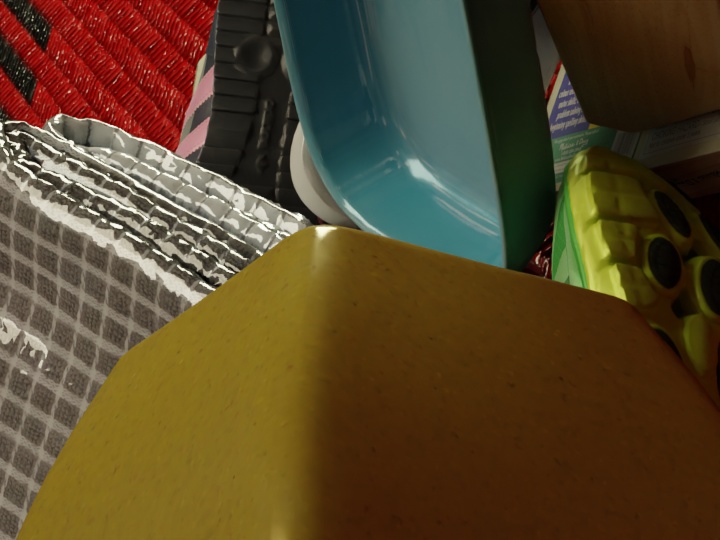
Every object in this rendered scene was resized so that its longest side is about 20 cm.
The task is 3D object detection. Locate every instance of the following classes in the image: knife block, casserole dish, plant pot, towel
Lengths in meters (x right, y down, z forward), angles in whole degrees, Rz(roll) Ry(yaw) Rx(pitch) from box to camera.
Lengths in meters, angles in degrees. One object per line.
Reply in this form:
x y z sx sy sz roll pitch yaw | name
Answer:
0.078 -0.123 0.938 0.200 0.175 0.064 -14 51 61 | knife block
0.017 -0.080 0.998 0.039 0.201 0.121 -29 38 -24 | casserole dish
0.008 0.105 0.829 0.194 0.195 0.201 -34 50 49 | plant pot
-0.074 0.054 1.094 0.199 0.085 0.166 29 113 30 | towel

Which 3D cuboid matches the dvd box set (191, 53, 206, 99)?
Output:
-0.019 -0.101 1.371 0.200 0.029 0.147 -45 28 38 | dvd box set

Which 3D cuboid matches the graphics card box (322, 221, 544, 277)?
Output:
0.000 0.000 1.199 0.126 0.051 0.200 -56 23 17 | graphics card box

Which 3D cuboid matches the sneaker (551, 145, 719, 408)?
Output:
0.077 0.039 0.961 0.084 0.074 0.201 -40 32 36 | sneaker

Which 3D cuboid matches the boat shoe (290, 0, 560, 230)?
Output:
0.034 -0.084 1.145 0.200 0.072 0.066 -55 10 -29 | boat shoe

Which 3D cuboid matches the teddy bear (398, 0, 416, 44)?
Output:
0.042 -0.177 1.056 0.145 0.066 0.201 119 148 -43 | teddy bear

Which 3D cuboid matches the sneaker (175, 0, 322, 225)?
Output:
-0.043 -0.031 1.203 0.082 0.070 0.201 94 -167 -77 | sneaker

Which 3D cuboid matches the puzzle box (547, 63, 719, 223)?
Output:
0.133 -0.090 1.045 0.200 0.025 0.134 -12 55 62 | puzzle box
